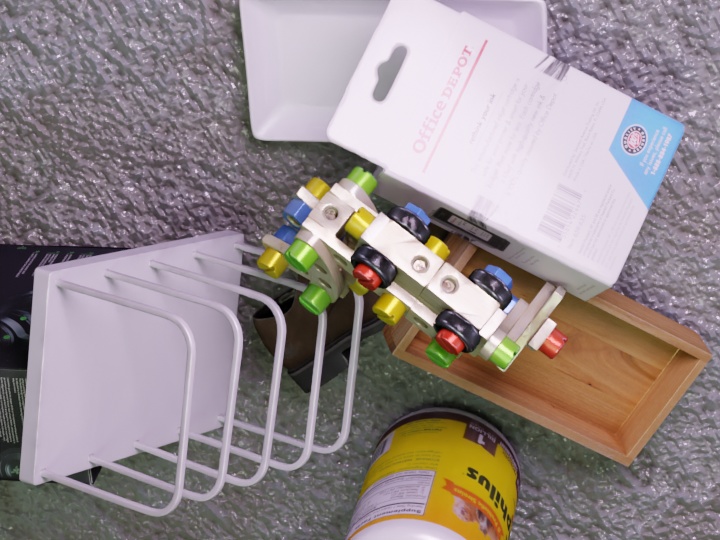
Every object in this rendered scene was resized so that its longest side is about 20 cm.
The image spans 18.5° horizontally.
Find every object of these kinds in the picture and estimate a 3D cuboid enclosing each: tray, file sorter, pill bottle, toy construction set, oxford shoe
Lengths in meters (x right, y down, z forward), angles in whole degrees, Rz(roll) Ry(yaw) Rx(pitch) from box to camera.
[{"bbox_3d":[0.024,-0.133,1.441,0.200,0.022,0.107,3,119,11],"label":"tray"},{"bbox_3d":[-0.102,0.065,1.422,0.125,0.200,0.139,15,106,31],"label":"file sorter"},{"bbox_3d":[0.045,0.188,1.515,0.109,0.200,0.109,6,121,9],"label":"pill bottle"},{"bbox_3d":[0.125,0.048,1.468,0.200,0.037,0.099,26,110,-24],"label":"tray"},{"bbox_3d":[0.034,0.010,1.351,0.200,0.092,0.131,24,162,-1],"label":"toy construction set"},{"bbox_3d":[0.000,0.000,1.495,0.084,0.073,0.200,45,118,-9],"label":"oxford shoe"}]

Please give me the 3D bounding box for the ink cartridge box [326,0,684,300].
[{"bbox_3d":[0.084,-0.079,1.375,0.200,0.067,0.116,27,79,-4],"label":"ink cartridge box"}]

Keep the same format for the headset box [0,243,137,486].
[{"bbox_3d":[-0.246,0.060,1.523,0.200,0.174,0.093,1,119,10],"label":"headset box"}]
